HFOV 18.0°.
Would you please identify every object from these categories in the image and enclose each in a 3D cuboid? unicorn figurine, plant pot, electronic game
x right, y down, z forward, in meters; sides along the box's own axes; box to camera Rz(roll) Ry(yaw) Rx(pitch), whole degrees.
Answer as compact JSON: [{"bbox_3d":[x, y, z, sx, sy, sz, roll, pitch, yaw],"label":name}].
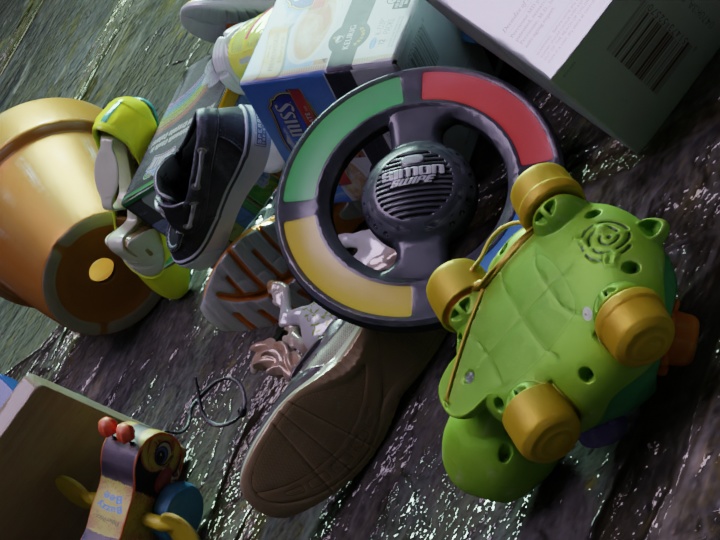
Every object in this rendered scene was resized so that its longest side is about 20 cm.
[{"bbox_3d":[0.000,0.000,1.644,0.137,0.074,0.201,23,93,59],"label":"unicorn figurine"},{"bbox_3d":[-0.265,-0.036,2.119,0.200,0.200,0.183,-53,36,5],"label":"plant pot"},{"bbox_3d":[0.039,-0.050,1.517,0.199,0.042,0.201,-7,60,13],"label":"electronic game"}]

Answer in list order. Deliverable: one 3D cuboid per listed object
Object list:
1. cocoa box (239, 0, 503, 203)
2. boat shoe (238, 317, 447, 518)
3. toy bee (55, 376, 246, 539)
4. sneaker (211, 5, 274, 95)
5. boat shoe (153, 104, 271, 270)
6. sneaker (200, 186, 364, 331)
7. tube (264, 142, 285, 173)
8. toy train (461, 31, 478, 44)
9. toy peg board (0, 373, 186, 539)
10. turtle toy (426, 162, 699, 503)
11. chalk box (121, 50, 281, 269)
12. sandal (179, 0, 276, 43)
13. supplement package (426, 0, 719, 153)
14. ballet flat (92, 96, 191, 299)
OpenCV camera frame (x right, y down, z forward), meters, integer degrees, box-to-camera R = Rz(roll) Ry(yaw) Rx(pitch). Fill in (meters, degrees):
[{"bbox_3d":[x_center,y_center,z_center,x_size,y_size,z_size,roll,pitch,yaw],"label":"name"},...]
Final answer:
[{"bbox_3d":[0.018,-0.166,1.694,0.131,0.134,0.200,-5,45,28],"label":"cocoa box"},{"bbox_3d":[-0.012,0.080,1.537,0.200,0.072,0.065,-54,15,-9],"label":"boat shoe"},{"bbox_3d":[-0.171,0.155,1.675,0.131,0.109,0.201,-8,61,26],"label":"toy bee"},{"bbox_3d":[-0.017,-0.199,1.834,0.200,0.078,0.090,-31,7,-22],"label":"sneaker"},{"bbox_3d":[-0.127,-0.063,1.737,0.200,0.068,0.072,127,142,-58],"label":"boat shoe"},{"bbox_3d":[-0.049,-0.032,1.786,0.200,0.078,0.077,-45,20,-5],"label":"sneaker"},{"bbox_3d":[-0.019,-0.137,1.845,0.058,0.052,0.200,16,32,29],"label":"tube"},{"bbox_3d":[0.129,-0.249,1.676,0.200,0.086,0.114,-64,-18,-48],"label":"toy train"},{"bbox_3d":[-0.271,0.168,1.749,0.098,0.199,0.200,38,93,35],"label":"toy peg board"},{"bbox_3d":[0.109,0.047,1.270,0.200,0.101,0.146,-49,45,21],"label":"turtle toy"},{"bbox_3d":[-0.105,-0.081,1.911,0.124,0.124,0.200,-25,36,51],"label":"chalk box"},{"bbox_3d":[-0.055,-0.233,1.937,0.079,0.206,0.059,131,134,-68],"label":"sandal"},{"bbox_3d":[0.125,-0.187,1.473,0.117,0.117,0.200,-53,48,4],"label":"supplement package"},{"bbox_3d":[-0.198,-0.054,1.984,0.067,0.201,0.067,8,31,29],"label":"ballet flat"}]
